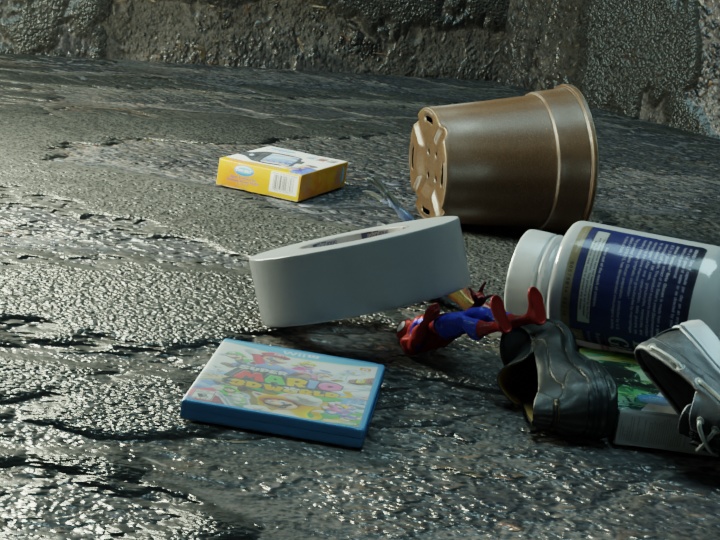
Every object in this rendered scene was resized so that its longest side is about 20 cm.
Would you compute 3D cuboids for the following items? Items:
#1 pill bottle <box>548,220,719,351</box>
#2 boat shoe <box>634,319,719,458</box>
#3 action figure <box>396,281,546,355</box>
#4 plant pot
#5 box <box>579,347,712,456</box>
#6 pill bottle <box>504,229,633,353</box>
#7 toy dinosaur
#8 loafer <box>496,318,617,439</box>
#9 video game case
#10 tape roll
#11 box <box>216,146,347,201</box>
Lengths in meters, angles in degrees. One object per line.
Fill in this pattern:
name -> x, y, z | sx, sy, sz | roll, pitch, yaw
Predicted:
pill bottle -> 0.282, 0.025, 1.700 | 0.200, 0.111, 0.111 | 12, 12, 22
boat shoe -> 0.285, 0.118, 1.474 | 0.068, 0.072, 0.200 | -18, 48, -16
action figure -> 0.088, 0.045, 1.671 | 0.065, 0.052, 0.200 | -18, -2, -31
plant pot -> 0.177, -0.140, 2.397 | 0.198, 0.200, 0.200 | -2, 15, -16
box -> 0.274, 0.116, 1.618 | 0.144, 0.036, 0.200 | 8, 11, -5
pill bottle -> 0.251, 0.026, 1.832 | 0.200, 0.113, 0.113 | 14, 13, 22
toy dinosaur -> 0.047, 0.004, 1.971 | 0.200, 0.105, 0.181 | 45, -5, -6
loafer -> 0.151, 0.086, 1.589 | 0.072, 0.073, 0.200 | 0, 13, -16
video game case -> -0.059, 0.097, 1.509 | 0.143, 0.018, 0.200 | 9, 12, 4
tape roll -> 0.000, 0.000, 1.731 | 0.200, 0.066, 0.200 | -12, 5, 1
box -> -0.099, -0.133, 2.492 | 0.119, 0.042, 0.200 | 12, 15, 17
